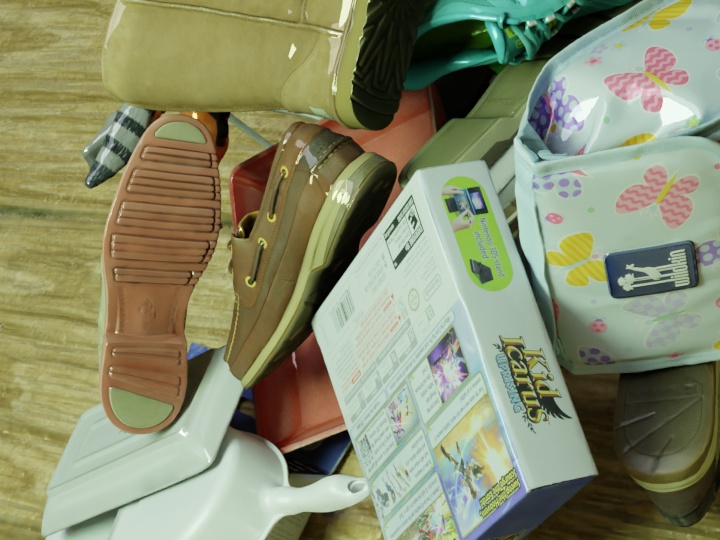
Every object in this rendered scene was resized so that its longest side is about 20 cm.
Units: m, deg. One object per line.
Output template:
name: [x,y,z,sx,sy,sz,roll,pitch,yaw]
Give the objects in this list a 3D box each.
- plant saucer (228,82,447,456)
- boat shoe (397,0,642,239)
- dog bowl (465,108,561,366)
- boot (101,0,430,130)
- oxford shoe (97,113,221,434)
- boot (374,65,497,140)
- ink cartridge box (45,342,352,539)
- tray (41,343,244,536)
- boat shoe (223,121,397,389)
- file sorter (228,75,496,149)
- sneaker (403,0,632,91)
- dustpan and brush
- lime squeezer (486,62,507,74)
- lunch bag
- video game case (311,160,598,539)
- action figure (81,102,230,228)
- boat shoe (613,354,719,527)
plant saucer: [0.000,0.000,1.334,0.200,0.037,0.200,-25,66,45]
boat shoe: [0.112,-0.086,1.256,0.200,0.068,0.075,-40,23,-14]
dog bowl: [0.120,-0.042,1.316,0.200,0.059,0.200,-23,51,31]
boot: [-0.054,-0.172,1.266,0.200,0.066,0.175,13,80,38]
oxford shoe: [-0.135,-0.003,1.339,0.074,0.071,0.200,-139,61,-72]
boot: [0.097,-0.156,1.375,0.077,0.200,0.139,-125,38,-56]
ink cartridge box: [-0.114,0.152,1.421,0.199,0.041,0.200,19,78,48]
tray: [-0.144,0.105,1.396,0.200,0.022,0.107,-26,33,45]
boat shoe: [-0.043,-0.010,1.274,0.072,0.068,0.200,-42,-16,-45]
file sorter: [0.008,-0.162,1.452,0.139,0.124,0.200,12,73,47]
sneaker: [0.101,-0.153,1.242,0.200,0.078,0.080,-18,43,22]
dustpan and brush: [-0.073,0.143,1.318,0.200,0.057,0.140,-25,36,45]
lime squeezer: [0.162,-0.187,1.321,0.200,0.071,0.038,-53,8,1]
lunch bag: [0.173,-0.046,1.124,0.200,0.170,0.127,-30,46,-18]
video game case: [0.045,0.066,1.166,0.200,0.045,0.182,126,131,-60]
action figure: [-0.095,-0.128,1.361,0.200,0.105,0.194,30,104,48]
boat shoe: [0.179,0.055,1.188,0.073,0.065,0.200,1,43,21]
